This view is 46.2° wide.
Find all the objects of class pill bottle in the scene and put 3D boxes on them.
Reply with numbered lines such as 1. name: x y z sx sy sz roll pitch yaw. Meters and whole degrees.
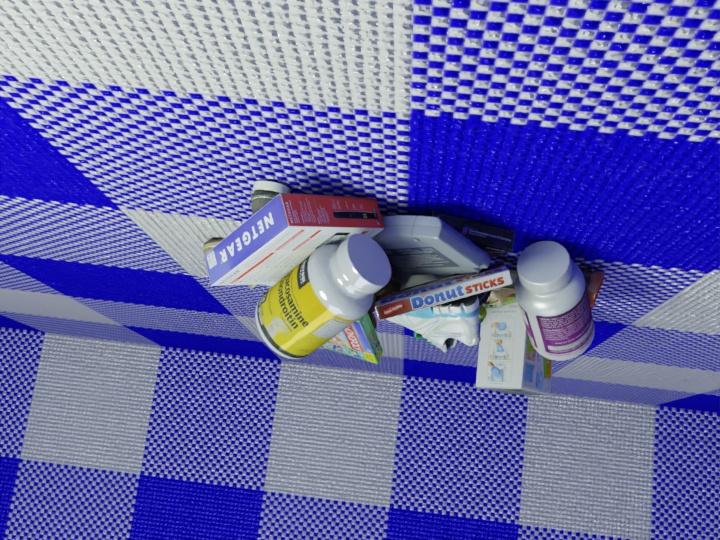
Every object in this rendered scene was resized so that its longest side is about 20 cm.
1. pill bottle: 0.308 0.047 1.347 0.111 0.113 0.201 1 144 24
2. pill bottle: -0.051 0.034 1.182 0.111 0.113 0.199 17 138 -38

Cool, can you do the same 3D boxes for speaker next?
1. speaker: 0.120 0.026 1.367 0.080 0.083 0.199 15 165 -31

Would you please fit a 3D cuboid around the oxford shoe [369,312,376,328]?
1. oxford shoe: -0.064 0.053 1.406 0.199 0.075 0.071 34 126 4

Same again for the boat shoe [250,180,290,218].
1. boat shoe: -0.128 -0.075 1.266 0.071 0.061 0.202 6 167 5

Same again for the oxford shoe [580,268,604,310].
1. oxford shoe: 0.381 0.037 1.486 0.072 0.072 0.200 21 164 15

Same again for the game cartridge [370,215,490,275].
1. game cartridge: 0.077 -0.036 1.239 0.132 0.041 0.198 27 162 -37

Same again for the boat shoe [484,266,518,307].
1. boat shoe: 0.234 0.029 1.431 0.197 0.068 0.074 0 174 -11

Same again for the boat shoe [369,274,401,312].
1. boat shoe: 0.016 0.015 1.310 0.072 0.068 0.200 -36 165 -1

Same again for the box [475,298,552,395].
1. box: 0.293 0.125 1.577 0.100 0.203 0.112 -4 165 42

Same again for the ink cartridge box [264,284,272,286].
1. ink cartridge box: -0.106 -0.006 1.518 0.197 0.060 0.104 12 156 -23

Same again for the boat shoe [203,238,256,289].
1. boat shoe: -0.201 -0.004 1.575 0.197 0.077 0.071 13 166 -22

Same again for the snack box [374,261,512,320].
1. snack box: 0.119 0.029 1.225 0.197 0.025 0.072 -16 -170 5

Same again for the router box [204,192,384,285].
1. router box: -0.095 -0.040 1.199 0.178 0.050 0.199 -1 157 -45

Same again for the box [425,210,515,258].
1. box: 0.131 -0.042 1.324 0.141 0.037 0.200 12 165 -18

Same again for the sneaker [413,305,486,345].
1. sneaker: 0.155 0.092 1.478 0.073 0.085 0.199 12 170 -23

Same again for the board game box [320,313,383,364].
1. board game box: -0.042 0.090 1.365 0.133 0.029 0.201 16 159 17

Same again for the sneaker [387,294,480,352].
1. sneaker: 0.104 0.081 1.279 0.074 0.088 0.199 -25 -164 -34
